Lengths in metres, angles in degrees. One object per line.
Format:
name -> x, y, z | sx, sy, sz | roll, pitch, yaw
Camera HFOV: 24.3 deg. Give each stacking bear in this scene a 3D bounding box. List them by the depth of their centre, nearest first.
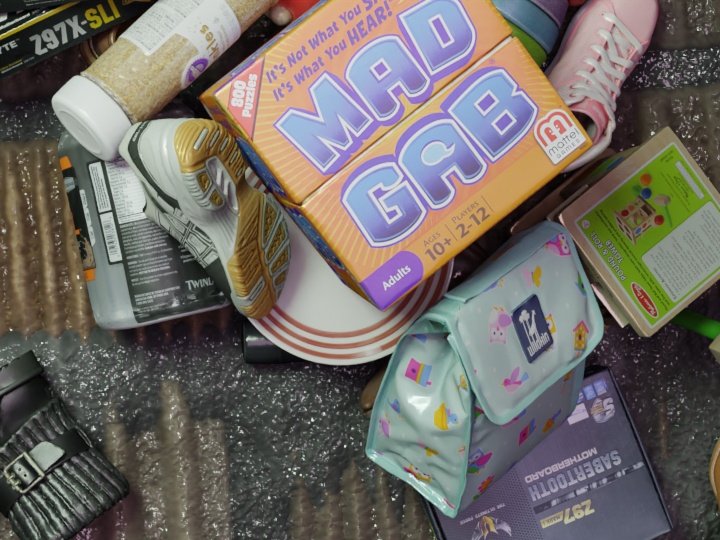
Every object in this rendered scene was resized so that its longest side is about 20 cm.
stacking bear -> 0.101, -0.188, 1.439 | 0.121, 0.114, 0.200 | 31, 91, -6

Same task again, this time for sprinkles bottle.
sprinkles bottle -> -0.151, -0.176, 1.318 | 0.068, 0.068, 0.200 | 45, 73, -6

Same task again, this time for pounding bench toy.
pounding bench toy -> 0.245, 0.002, 1.428 | 0.124, 0.156, 0.200 | -39, 95, -13

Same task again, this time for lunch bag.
lunch bag -> 0.103, 0.071, 1.343 | 0.122, 0.200, 0.170 | 34, 48, 26

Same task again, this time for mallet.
mallet -> -0.062, -0.015, 1.431 | 0.066, 0.041, 0.200 | 5, 102, -8

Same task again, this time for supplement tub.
supplement tub -> -0.180, -0.057, 1.392 | 0.122, 0.123, 0.200 | -12, 91, -7

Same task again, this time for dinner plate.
dinner plate -> -0.019, -0.021, 1.402 | 0.200, 0.024, 0.201 | 1, 86, -14

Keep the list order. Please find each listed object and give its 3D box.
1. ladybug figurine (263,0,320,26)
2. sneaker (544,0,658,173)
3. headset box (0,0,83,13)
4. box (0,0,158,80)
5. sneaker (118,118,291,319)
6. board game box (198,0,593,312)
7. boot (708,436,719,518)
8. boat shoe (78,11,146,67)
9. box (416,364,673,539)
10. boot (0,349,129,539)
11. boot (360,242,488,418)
ladybug figurine -> -0.031, -0.295, 1.403 | 0.135, 0.072, 0.200 | 19, 71, -4
sneaker -> 0.205, -0.162, 1.443 | 0.075, 0.105, 0.200 | 42, 87, -25
headset box -> -0.246, -0.310, 1.321 | 0.174, 0.093, 0.200 | -6, 54, 10
box -> -0.265, -0.248, 1.371 | 0.200, 0.049, 0.160 | -26, 56, -4
sneaker -> -0.121, -0.045, 1.313 | 0.076, 0.088, 0.200 | -57, 141, -34
board game box -> 0.019, -0.116, 1.282 | 0.200, 0.200, 0.200 | -39, 100, -4
boot -> 0.350, 0.218, 1.446 | 0.077, 0.155, 0.200 | 19, 88, -7
boat shoe -> -0.148, -0.238, 1.410 | 0.200, 0.068, 0.072 | -44, 107, -17
box -> 0.155, 0.192, 1.474 | 0.200, 0.051, 0.158 | -21, 94, -7
boot -> -0.316, 0.183, 1.398 | 0.211, 0.079, 0.158 | -32, 94, -6
boot -> 0.000, 0.000, 1.446 | 0.200, 0.064, 0.186 | 43, 75, -8
